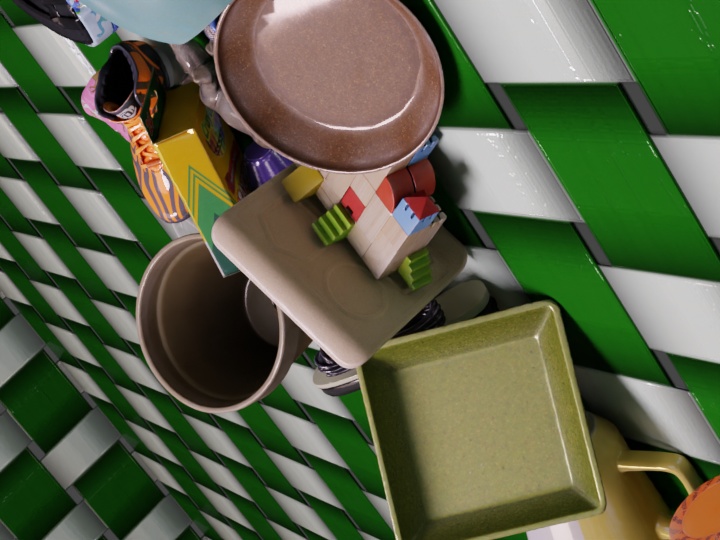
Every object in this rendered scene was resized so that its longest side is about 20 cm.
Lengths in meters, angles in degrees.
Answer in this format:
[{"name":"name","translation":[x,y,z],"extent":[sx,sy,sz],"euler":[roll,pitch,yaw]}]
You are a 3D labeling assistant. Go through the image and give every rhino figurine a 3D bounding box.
[{"name":"rhino figurine","translation":[-0.134,-0.186,1.595],"extent":[0.200,0.060,0.088],"euler":[37,170,33]}]

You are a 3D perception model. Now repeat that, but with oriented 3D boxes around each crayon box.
[{"name":"crayon box","translation":[-0.160,-0.111,1.667],"extent":[0.127,0.050,0.201],"euler":[-91,-23,-58]}]

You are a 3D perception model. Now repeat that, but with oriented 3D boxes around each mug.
[{"name":"mug","translation":[0.235,0.214,1.568],"extent":[0.150,0.185,0.154],"euler":[-97,-18,-66]}]

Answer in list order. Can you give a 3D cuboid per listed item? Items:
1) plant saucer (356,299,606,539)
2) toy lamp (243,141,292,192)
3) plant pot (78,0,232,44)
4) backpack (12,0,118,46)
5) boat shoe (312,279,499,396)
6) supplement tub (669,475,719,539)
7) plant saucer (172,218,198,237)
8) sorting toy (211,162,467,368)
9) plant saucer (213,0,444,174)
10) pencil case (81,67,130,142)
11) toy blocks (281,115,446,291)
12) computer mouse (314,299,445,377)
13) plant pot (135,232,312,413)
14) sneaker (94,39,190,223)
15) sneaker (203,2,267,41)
[{"name":"plant saucer","translation":[0.112,0.147,1.492],"extent":[0.048,0.198,0.202],"euler":[16,-120,-79]},{"name":"toy lamp","translation":[-0.073,-0.060,1.729],"extent":[0.058,0.058,0.201],"euler":[27,156,41]},{"name":"plant pot","translation":[-0.159,-0.281,1.276],"extent":[0.161,0.201,0.200],"euler":[42,162,-18]},{"name":"backpack","translation":[-0.295,-0.306,1.598],"extent":[0.164,0.153,0.200],"euler":[63,176,-36]},{"name":"boat shoe","translation":[0.048,0.081,1.574],"extent":[0.063,0.200,0.074],"euler":[57,-165,-30]},{"name":"supplement tub","translation":[0.363,0.280,1.400],"extent":[0.201,0.123,0.122],"euler":[52,160,-17]},{"name":"plant saucer","translation":[-0.183,-0.045,1.992],"extent":[0.200,0.050,0.201],"euler":[40,160,18]},{"name":"sorting toy","translation":[-0.018,-0.019,1.480],"extent":[0.185,0.200,0.037],"euler":[43,138,7]},{"name":"plant saucer","translation":[-0.023,-0.171,1.325],"extent":[0.198,0.037,0.202],"euler":[11,133,12]},{"name":"pencil case","translation":[-0.223,-0.156,1.808],"extent":[0.200,0.086,0.083],"euler":[40,128,17]},{"name":"toy blocks","translation":[0.015,-0.094,1.431],"extent":[0.201,0.099,0.137],"euler":[55,144,14]},{"name":"computer mouse","translation":[0.000,0.000,1.576],"extent":[0.053,0.137,0.202],"euler":[40,-151,-64]},{"name":"plant pot","translation":[-0.128,0.049,1.837],"extent":[0.200,0.201,0.173],"euler":[38,-157,19]},{"name":"sneaker","translation":[-0.235,-0.147,1.703],"extent":[0.112,0.077,0.202],"euler":[-9,-98,-73]},{"name":"sneaker","translation":[-0.110,-0.237,1.416],"extent":[0.075,0.078,0.200],"euler":[49,160,-8]}]
